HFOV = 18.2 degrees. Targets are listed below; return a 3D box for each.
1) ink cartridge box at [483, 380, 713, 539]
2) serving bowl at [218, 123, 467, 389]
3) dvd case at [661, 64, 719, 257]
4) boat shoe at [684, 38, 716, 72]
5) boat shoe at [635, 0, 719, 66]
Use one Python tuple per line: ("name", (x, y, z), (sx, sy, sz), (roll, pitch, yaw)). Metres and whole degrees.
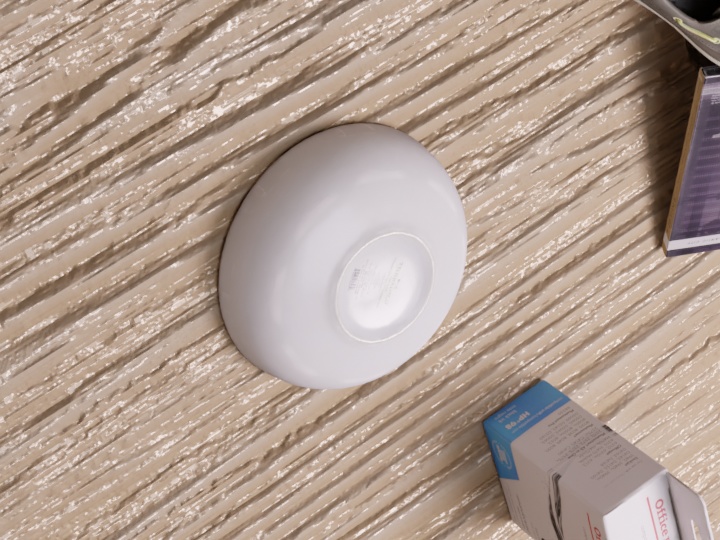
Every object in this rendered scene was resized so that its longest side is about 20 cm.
("ink cartridge box", (0.187, 0.184, 1.736), (0.066, 0.200, 0.116), (-31, 127, -18))
("serving bowl", (0.000, 0.000, 1.597), (0.199, 0.066, 0.201), (-16, 120, -28))
("dvd case", (0.318, -0.091, 1.742), (0.148, 0.016, 0.201), (-9, 139, -11))
("boat shoe", (0.305, -0.160, 1.740), (0.063, 0.073, 0.200), (-48, 141, -15))
("boat shoe", (0.257, -0.195, 1.621), (0.201, 0.060, 0.072), (30, 90, -6))
